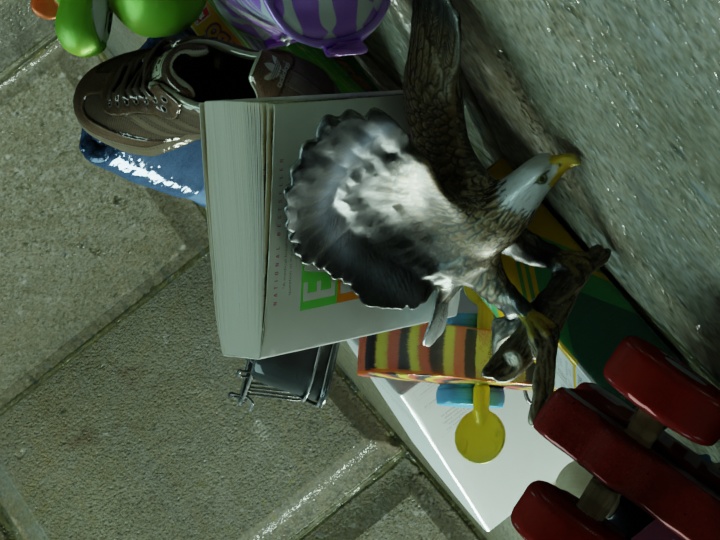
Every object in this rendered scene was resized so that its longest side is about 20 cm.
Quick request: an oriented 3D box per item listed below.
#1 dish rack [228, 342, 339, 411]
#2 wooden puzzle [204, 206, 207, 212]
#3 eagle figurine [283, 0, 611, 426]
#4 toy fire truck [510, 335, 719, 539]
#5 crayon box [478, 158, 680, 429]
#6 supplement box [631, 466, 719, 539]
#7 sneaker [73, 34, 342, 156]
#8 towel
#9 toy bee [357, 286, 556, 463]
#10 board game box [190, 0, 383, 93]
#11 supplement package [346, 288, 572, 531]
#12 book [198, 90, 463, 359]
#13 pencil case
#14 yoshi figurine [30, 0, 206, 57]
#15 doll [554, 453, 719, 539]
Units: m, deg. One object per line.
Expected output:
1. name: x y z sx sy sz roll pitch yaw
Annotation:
1. dish rack: -0.039 0.013 1.268 0.054 0.154 0.200 14 168 -4
2. wooden puzzle: -0.042 -0.044 1.550 0.200 0.037 0.186 -64 -40 -49
3. eagle figurine: 0.048 -0.041 1.093 0.200 0.151 0.152 43 -171 -19
4. toy fire truck: 0.179 0.120 1.048 0.200 0.112 0.168 34 -172 16
5. crayon box: 0.113 0.015 1.253 0.200 0.052 0.126 50 174 17
6. supplement box: 0.183 0.216 1.174 0.111 0.200 0.086 56 173 -30
7. sneaker: -0.102 -0.112 1.198 0.199 0.071 0.076 5 156 36
8. towel: -0.092 -0.093 1.364 0.200 0.112 0.049 19 -151 -55
9. toy bee: 0.100 0.053 1.388 0.108 0.199 0.132 -6 100 46
10. board game box: -0.042 -0.135 1.339 0.096 0.030 0.200 51 -160 26
11. supplement package: 0.080 0.078 1.559 0.120 0.121 0.200 47 172 43
12. book: -0.009 -0.030 1.131 0.048 0.134 0.200 4 -171 33
13. pencil case: -0.037 -0.165 1.163 0.200 0.083 0.086 -147 53 -77
14. yoshi figurine: -0.127 -0.222 1.210 0.112 0.201 0.112 12 -173 36
15. doll: 0.192 0.179 1.245 0.200 0.137 0.048 39 172 -24
